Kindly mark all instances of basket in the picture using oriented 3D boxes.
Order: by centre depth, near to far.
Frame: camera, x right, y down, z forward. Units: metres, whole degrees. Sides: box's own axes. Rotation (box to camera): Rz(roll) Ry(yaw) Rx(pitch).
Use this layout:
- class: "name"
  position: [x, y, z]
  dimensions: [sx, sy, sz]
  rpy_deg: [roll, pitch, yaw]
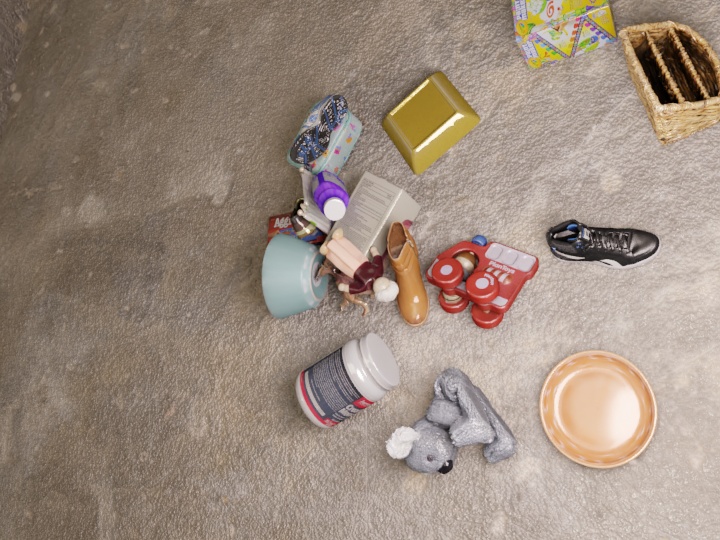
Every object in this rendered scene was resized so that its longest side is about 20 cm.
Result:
- class: "basket"
  position: [0.585, -0.365, 1.105]
  dimensions: [0.141, 0.148, 0.203]
  rpy_deg: [-22, 62, 24]

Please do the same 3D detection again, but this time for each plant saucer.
- class: "plant saucer"
  position: [0.421, 0.246, 1.067]
  dimensions: [0.197, 0.037, 0.204]
  rpy_deg: [-12, 67, 29]
- class: "plant saucer"
  position: [0.156, -0.365, 1.437]
  dimensions: [0.199, 0.048, 0.202]
  rpy_deg: [-39, 58, 15]

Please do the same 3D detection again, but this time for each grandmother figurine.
- class: "grandmother figurine"
  position: [0.000, 0.000, 1.277]
  dimensions: [0.199, 0.061, 0.122]
  rpy_deg: [38, 88, 25]

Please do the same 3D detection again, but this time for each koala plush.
- class: "koala plush"
  position: [0.157, 0.310, 1.143]
  dimensions: [0.200, 0.177, 0.185]
  rpy_deg: [-43, 45, 13]

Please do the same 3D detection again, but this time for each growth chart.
- class: "growth chart"
  position: [-0.099, -0.164, 1.449]
  dimensions: [0.018, 0.144, 0.202]
  rpy_deg: [-33, 39, 25]

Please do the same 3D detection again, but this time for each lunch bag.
- class: "lunch bag"
  position: [-0.102, -0.336, 1.571]
  dimensions: [0.159, 0.077, 0.202]
  rpy_deg: [30, 90, 35]

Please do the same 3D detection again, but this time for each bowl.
- class: "bowl"
  position: [-0.142, 0.014, 1.417]
  dimensions: [0.103, 0.201, 0.205]
  rpy_deg: [1, 74, 19]

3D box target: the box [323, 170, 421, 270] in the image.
- class: "box"
  position: [0.028, -0.104, 1.391]
  dimensions: [0.127, 0.109, 0.202]
  rpy_deg: [32, 91, 36]

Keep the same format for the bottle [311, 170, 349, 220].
- class: "bottle"
  position: [-0.066, -0.166, 1.357]
  dimensions: [0.066, 0.083, 0.201]
  rpy_deg: [-52, 20, 14]

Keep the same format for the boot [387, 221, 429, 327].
- class: "boot"
  position: [0.094, 0.008, 1.276]
  dimensions: [0.072, 0.155, 0.203]
  rpy_deg: [-13, 66, 9]

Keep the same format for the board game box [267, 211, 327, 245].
- class: "board game box"
  position: [-0.160, -0.108, 1.566]
  dimensions: [0.197, 0.019, 0.105]
  rpy_deg: [-10, 68, 30]

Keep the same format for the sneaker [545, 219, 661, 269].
- class: "sneaker"
  position: [0.443, -0.051, 1.109]
  dimensions: [0.197, 0.111, 0.074]
  rpy_deg: [-2, 73, 32]

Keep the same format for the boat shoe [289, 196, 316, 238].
- class: "boat shoe"
  position: [-0.130, -0.152, 1.470]
  dimensions: [0.072, 0.065, 0.201]
  rpy_deg: [-22, 27, 14]

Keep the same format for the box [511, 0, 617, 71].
- class: "box"
  position: [0.431, -0.577, 1.290]
  dimensions: [0.190, 0.122, 0.204]
  rpy_deg: [-11, 69, 29]

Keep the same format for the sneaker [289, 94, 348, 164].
- class: "sneaker"
  position: [-0.107, -0.353, 1.500]
  dimensions: [0.201, 0.075, 0.077]
  rpy_deg: [-50, 32, 7]

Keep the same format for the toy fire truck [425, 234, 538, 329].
- class: "toy fire truck"
  position: [0.244, 0.007, 1.232]
  dimensions: [0.198, 0.113, 0.168]
  rpy_deg: [24, 63, 35]

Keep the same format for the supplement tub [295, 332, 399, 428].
- class: "supplement tub"
  position: [-0.029, 0.237, 1.291]
  dimensions: [0.198, 0.140, 0.142]
  rpy_deg: [-33, 59, 19]

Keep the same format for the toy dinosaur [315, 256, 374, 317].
- class: "toy dinosaur"
  position: [-0.032, 0.026, 1.353]
  dimensions: [0.086, 0.136, 0.199]
  rpy_deg: [-45, 24, -18]
